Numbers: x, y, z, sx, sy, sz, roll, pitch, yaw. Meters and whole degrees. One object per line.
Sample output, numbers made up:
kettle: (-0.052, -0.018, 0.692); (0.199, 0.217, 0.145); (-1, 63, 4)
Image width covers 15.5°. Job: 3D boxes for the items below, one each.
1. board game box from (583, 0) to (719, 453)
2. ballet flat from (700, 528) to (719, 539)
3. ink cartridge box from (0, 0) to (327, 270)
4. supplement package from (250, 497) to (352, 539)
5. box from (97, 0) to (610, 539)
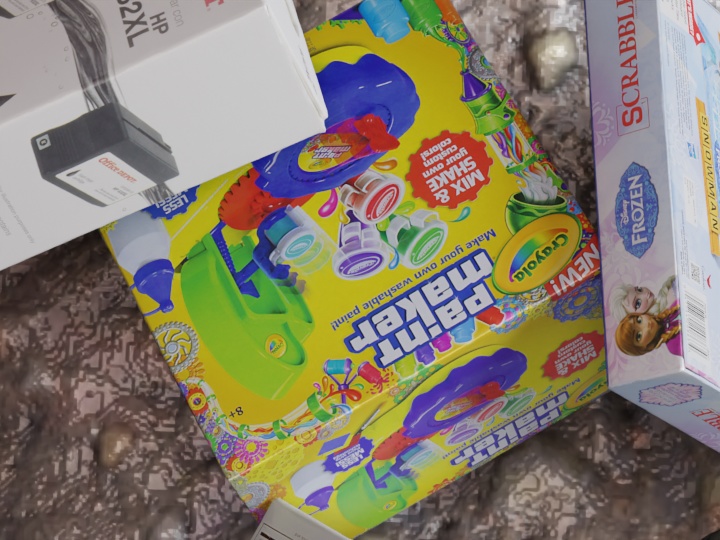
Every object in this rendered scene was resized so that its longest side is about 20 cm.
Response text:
board game box: (0.172, -0.015, 1.224); (0.041, 0.199, 0.202); (-15, 63, 31)
ballet flat: (0.162, 0.169, 1.279); (0.200, 0.057, 0.067); (-41, 84, -4)
ink cartridge box: (-0.131, -0.098, 1.228); (0.199, 0.084, 0.146); (-23, 44, 5)
supplement package: (0.010, 0.246, 1.186); (0.147, 0.191, 0.201); (24, 81, 45)
box: (0.000, 0.000, 1.255); (0.199, 0.122, 0.193); (-30, 60, -2)
